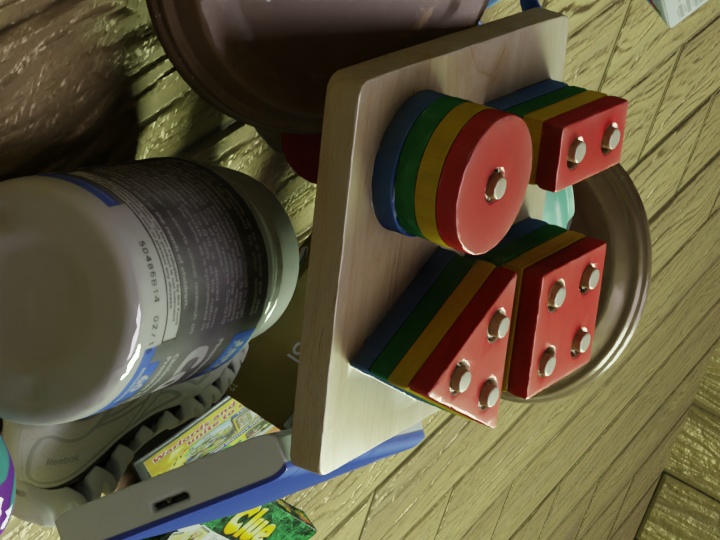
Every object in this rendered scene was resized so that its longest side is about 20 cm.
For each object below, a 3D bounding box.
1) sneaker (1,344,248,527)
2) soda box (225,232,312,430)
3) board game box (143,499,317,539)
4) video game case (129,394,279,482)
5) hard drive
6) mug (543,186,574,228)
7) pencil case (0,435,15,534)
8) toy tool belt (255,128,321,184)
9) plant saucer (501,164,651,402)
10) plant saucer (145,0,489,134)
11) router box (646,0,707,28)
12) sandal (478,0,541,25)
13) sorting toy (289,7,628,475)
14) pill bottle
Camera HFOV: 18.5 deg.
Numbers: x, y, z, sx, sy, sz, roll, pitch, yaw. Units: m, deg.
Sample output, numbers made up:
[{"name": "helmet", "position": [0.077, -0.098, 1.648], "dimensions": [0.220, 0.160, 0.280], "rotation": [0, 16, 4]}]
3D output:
[{"name": "sneaker", "position": [-0.124, 0.049, 1.192], "dimensions": [0.200, 0.075, 0.081], "rotation": [-48, 150, -40]}, {"name": "soda box", "position": [0.000, 0.000, 1.253], "dimensions": [0.200, 0.064, 0.068], "rotation": [-50, -168, 27]}, {"name": "board game box", "position": [-0.099, 0.182, 1.462], "dimensions": [0.105, 0.023, 0.200], "rotation": [-42, 158, 1]}, {"name": "video game case", "position": [-0.055, 0.085, 1.412], "dimensions": [0.200, 0.026, 0.181], "rotation": [-36, 158, -10]}, {"name": "hard drive", "position": [-0.059, 0.111, 1.187], "dimensions": [0.132, 0.025, 0.200], "rotation": [-23, 173, 20]}, {"name": "mug", "position": [0.067, -0.058, 1.376], "dimensions": [0.185, 0.114, 0.152], "rotation": [77, -1, -77]}, {"name": "pencil case", "position": [-0.224, 0.097, 0.931], "dimensions": [0.200, 0.085, 0.093], "rotation": [-1, 102, -71]}, {"name": "toy tool belt", "position": [0.019, -0.152, 1.191], "dimensions": [0.123, 0.125, 0.200], "rotation": [-37, 145, -47]}, {"name": "plant saucer", "position": [0.119, -0.005, 1.600], "dimensions": [0.029, 0.200, 0.200], "rotation": [8, 111, -51]}, {"name": "plant saucer", "position": [-0.010, -0.158, 1.066], "dimensions": [0.200, 0.029, 0.200], "rotation": [-12, 117, -25]}, {"name": "router box", "position": [0.139, -0.251, 1.294], "dimensions": [0.049, 0.180, 0.200], "rotation": [-37, 164, 2]}, {"name": "sandal", "position": [0.076, -0.203, 1.352], "dimensions": [0.080, 0.087, 0.200], "rotation": [-51, 159, -27]}, {"name": "sorting toy", "position": [0.058, -0.012, 1.099], "dimensions": [0.199, 0.069, 0.200], "rotation": [-24, 127, -52]}, {"name": "pill bottle", "position": [-0.111, 0.004, 1.069], "dimensions": [0.114, 0.114, 0.200], "rotation": [-67, 162, 16]}]
